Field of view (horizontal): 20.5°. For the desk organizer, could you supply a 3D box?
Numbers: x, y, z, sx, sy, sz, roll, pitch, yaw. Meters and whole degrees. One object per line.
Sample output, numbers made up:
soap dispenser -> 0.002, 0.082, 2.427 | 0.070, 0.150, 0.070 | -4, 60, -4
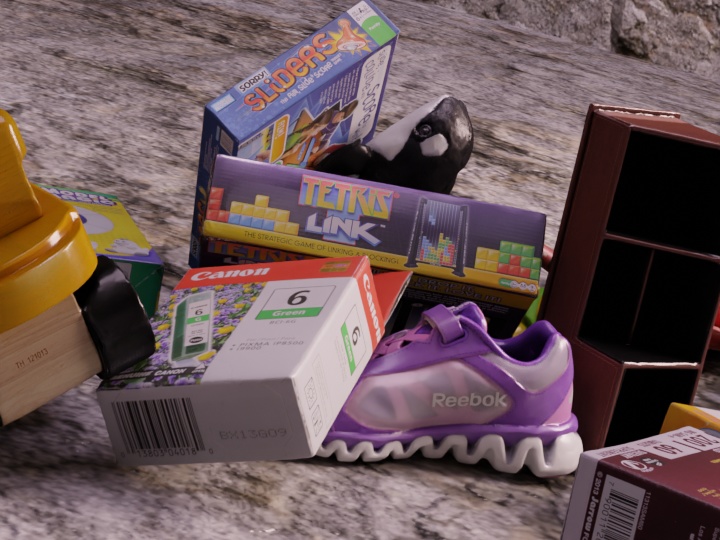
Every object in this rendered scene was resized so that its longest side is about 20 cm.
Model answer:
desk organizer -> 0.158, 0.012, 1.153 | 0.071, 0.201, 0.077 | 2, 18, -35

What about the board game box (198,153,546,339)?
board game box -> 0.000, 0.000, 1.215 | 0.199, 0.057, 0.165 | 11, -22, -4

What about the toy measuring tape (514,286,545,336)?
toy measuring tape -> 0.187, 0.025, 1.319 | 0.199, 0.074, 0.074 | -18, 14, 1

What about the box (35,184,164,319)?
box -> -0.205, -0.018, 1.314 | 0.117, 0.049, 0.200 | 7, 12, -20

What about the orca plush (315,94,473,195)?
orca plush -> 0.003, -0.026, 1.312 | 0.071, 0.200, 0.105 | 60, 5, 31

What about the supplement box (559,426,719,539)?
supplement box -> 0.197, 0.131, 0.856 | 0.199, 0.061, 0.109 | 20, 14, 33

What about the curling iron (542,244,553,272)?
curling iron -> 0.151, 0.019, 1.373 | 0.199, 0.050, 0.026 | 24, 32, -38

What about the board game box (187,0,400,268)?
board game box -> -0.046, -0.076, 1.295 | 0.135, 0.200, 0.034 | -36, 72, -24

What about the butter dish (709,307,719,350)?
butter dish -> 0.265, -0.026, 1.481 | 0.199, 0.149, 0.200 | 9, 11, -45

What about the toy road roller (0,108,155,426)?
toy road roller -> -0.200, -0.010, 0.994 | 0.123, 0.147, 0.200 | -28, 25, -20

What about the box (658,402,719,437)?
box -> 0.267, 0.120, 1.088 | 0.199, 0.042, 0.119 | 10, 11, -41

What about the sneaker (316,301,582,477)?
sneaker -> 0.033, 0.058, 1.101 | 0.199, 0.089, 0.081 | 5, 17, -15

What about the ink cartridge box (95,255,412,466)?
ink cartridge box -> -0.050, 0.030, 1.053 | 0.108, 0.051, 0.200 | -4, 26, 20
